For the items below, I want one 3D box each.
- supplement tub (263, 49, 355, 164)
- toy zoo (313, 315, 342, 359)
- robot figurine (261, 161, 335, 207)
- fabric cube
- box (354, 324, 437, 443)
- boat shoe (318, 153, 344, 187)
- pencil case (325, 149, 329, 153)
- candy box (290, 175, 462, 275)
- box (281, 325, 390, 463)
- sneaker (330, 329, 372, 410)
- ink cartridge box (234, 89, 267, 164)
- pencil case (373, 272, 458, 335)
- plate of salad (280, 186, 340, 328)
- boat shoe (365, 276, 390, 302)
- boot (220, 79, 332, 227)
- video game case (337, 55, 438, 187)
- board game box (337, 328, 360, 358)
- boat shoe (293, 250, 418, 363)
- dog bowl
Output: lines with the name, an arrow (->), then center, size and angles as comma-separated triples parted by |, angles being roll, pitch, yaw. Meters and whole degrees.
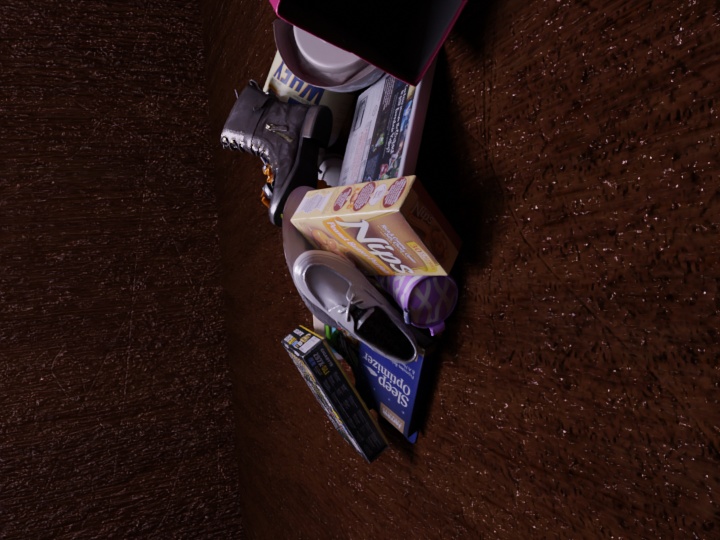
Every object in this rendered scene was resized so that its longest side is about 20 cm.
supplement tub -> -0.081, -0.290, 1.084 | 0.204, 0.142, 0.146 | -65, 30, 19
toy zoo -> -0.055, 0.083, 1.221 | 0.200, 0.020, 0.136 | 59, -155, -71
robot figurine -> -0.079, -0.104, 1.085 | 0.058, 0.198, 0.147 | -43, 23, 34
fabric cube -> 0.006, -0.365, 0.738 | 0.198, 0.196, 0.202 | -56, 38, 26
box -> 0.046, 0.158, 0.997 | 0.120, 0.032, 0.205 | 34, 133, 34
boat shoe -> -0.046, -0.110, 1.194 | 0.203, 0.072, 0.070 | 92, 179, -48
pencil case -> -0.128, -0.240, 1.388 | 0.095, 0.084, 0.199 | 66, 164, -16
candy box -> 0.017, -0.049, 0.839 | 0.197, 0.116, 0.056 | 0, 52, 47
box -> -0.044, 0.192, 1.075 | 0.203, 0.049, 0.159 | 59, 164, -12
sneaker -> -0.011, 0.138, 1.146 | 0.078, 0.083, 0.206 | 136, 126, -65
ink cartridge box -> -0.154, -0.202, 1.210 | 0.200, 0.046, 0.203 | -115, 4, -46
pencil case -> 0.063, 0.004, 0.918 | 0.201, 0.082, 0.087 | -125, 12, -57
plate of salad -> -0.059, -0.017, 0.953 | 0.047, 0.199, 0.207 | -16, 75, 25
boat shoe -> 0.000, 0.000, 1.127 | 0.200, 0.070, 0.078 | 46, 125, 47
boot -> -0.139, -0.176, 1.001 | 0.170, 0.069, 0.205 | 16, 80, 27
video game case -> 0.029, -0.176, 0.893 | 0.180, 0.023, 0.206 | -20, 53, 58
board game box -> 0.003, 0.086, 1.052 | 0.201, 0.023, 0.106 | 52, 139, 17
boat shoe -> -0.003, 0.052, 0.859 | 0.200, 0.072, 0.069 | 45, -178, -18
dog bowl -> -0.023, -0.346, 0.941 | 0.058, 0.194, 0.207 | 17, -117, -69
